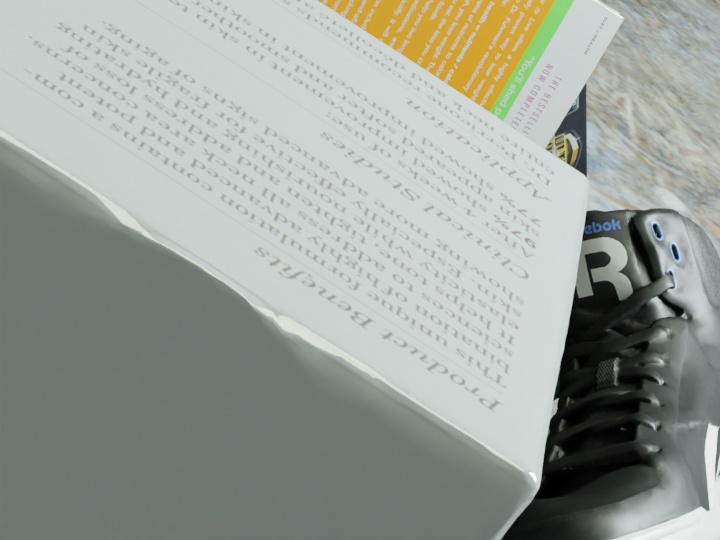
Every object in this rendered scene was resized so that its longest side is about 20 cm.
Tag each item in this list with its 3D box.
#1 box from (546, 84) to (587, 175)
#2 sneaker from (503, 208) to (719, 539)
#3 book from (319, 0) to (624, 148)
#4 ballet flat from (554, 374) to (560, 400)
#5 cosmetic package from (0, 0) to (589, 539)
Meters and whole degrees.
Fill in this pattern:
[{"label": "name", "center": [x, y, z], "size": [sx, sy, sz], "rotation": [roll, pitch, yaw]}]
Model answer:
[{"label": "box", "center": [0.020, -0.148, 1.134], "size": [0.050, 0.201, 0.199], "rotation": [-29, 56, -15]}, {"label": "sneaker", "center": [0.081, 0.038, 0.905], "size": [0.200, 0.073, 0.113], "rotation": [-23, 95, -66]}, {"label": "book", "center": [-0.016, -0.079, 0.961], "size": [0.199, 0.134, 0.048], "rotation": [26, 5, -37]}, {"label": "ballet flat", "center": [0.000, 0.000, 0.943], "size": [0.199, 0.068, 0.067], "rotation": [16, 21, -43]}, {"label": "cosmetic package", "center": [-0.059, 0.029, 0.662], "size": [0.167, 0.167, 0.200], "rotation": [33, 21, -4]}]
